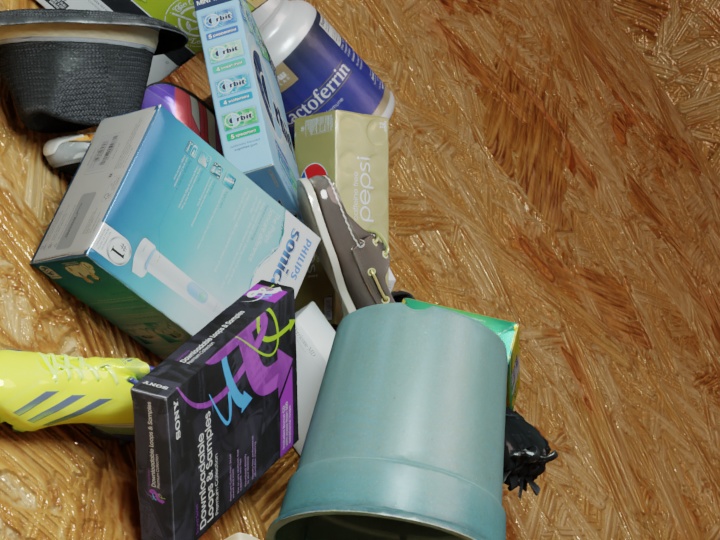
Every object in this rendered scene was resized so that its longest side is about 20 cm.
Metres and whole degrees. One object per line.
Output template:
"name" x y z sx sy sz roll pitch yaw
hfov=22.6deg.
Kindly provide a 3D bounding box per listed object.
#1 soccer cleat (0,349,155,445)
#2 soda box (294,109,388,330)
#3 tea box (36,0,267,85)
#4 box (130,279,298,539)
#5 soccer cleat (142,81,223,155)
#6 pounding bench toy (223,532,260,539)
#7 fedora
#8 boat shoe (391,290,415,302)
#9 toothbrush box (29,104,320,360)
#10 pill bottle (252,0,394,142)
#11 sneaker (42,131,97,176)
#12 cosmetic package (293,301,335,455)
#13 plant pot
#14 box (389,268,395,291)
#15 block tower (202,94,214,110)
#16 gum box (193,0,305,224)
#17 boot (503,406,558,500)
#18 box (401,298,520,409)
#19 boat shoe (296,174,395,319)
"soccer cleat" -0.202 0.082 1.321 0.200 0.084 0.065 19 43 -55
"soda box" -0.018 -0.045 1.681 0.068 0.064 0.201 5 83 -40
"tea box" -0.201 -0.313 1.680 0.200 0.196 0.134 38 29 -34
"box" -0.108 0.112 1.382 0.200 0.036 0.143 -41 136 -53
"soccer cleat" -0.143 -0.086 1.668 0.200 0.068 0.073 57 21 -9
"pounding bench toy" -0.052 0.259 1.240 0.124 0.200 0.156 33 34 -42
"fedora" -0.238 -0.163 1.513 0.200 0.200 0.092 -1 90 -62
"boat shoe" 0.011 0.066 1.768 0.070 0.066 0.200 57 24 1
"toothbrush box" -0.147 -0.016 1.475 0.200 0.085 0.147 38 61 -33
"pill bottle" -0.066 -0.213 1.914 0.200 0.116 0.116 45 26 -23
"sneaker" -0.186 -0.067 1.559 0.200 0.078 0.078 20 78 -35
"cosmetic package" -0.021 0.134 1.604 0.200 0.082 0.051 54 23 -5
"plant pot" 0.037 0.145 1.482 0.200 0.200 0.197 36 53 -39
"box" -0.019 -0.038 1.810 0.041 0.039 0.200 1 39 -27
"block tower" -0.097 -0.082 1.744 0.200 0.058 0.054 56 -6 2
"gum box" -0.095 -0.136 1.613 0.170 0.044 0.201 65 10 -63
"boot" 0.087 0.136 1.704 0.198 0.073 0.162 43 16 24
"box" 0.097 0.093 1.773 0.200 0.117 0.049 73 32 -69
"boat shoe" 0.000 0.000 1.582 0.072 0.059 0.201 -127 -165 -68
